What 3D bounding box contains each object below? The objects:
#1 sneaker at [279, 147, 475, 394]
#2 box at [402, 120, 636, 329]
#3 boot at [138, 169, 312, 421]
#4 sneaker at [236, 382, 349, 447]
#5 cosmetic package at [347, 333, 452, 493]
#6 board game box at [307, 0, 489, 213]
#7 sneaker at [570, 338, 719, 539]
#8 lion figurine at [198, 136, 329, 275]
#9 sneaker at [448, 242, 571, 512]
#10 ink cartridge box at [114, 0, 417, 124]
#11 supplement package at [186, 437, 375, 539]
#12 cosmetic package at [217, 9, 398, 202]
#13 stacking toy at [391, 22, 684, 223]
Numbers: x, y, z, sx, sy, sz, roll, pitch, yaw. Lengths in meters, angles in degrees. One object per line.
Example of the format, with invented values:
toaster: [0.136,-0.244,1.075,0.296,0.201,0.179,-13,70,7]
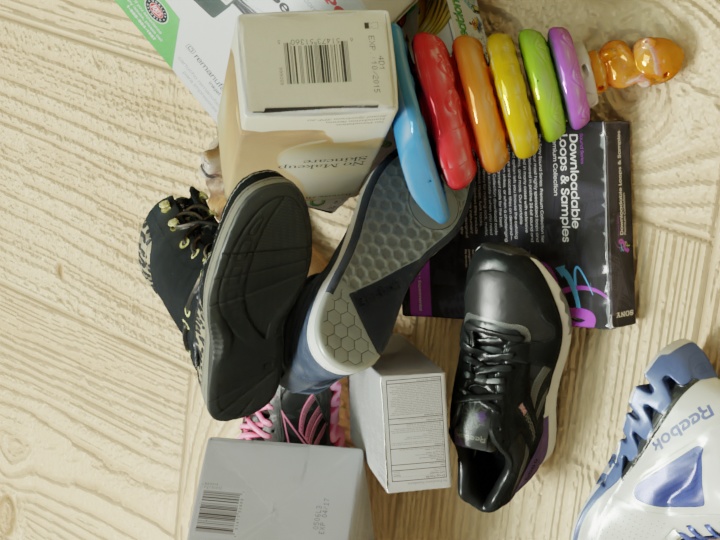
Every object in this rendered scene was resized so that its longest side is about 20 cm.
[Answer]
sneaker: [-0.002,-0.001,1.443,0.077,0.203,0.146,36,154,-8]
box: [0.108,-0.035,1.444,0.199,0.036,0.144,4,98,46]
boot: [-0.101,-0.016,1.389,0.154,0.073,0.204,56,147,40]
sneaker: [-0.064,0.120,1.554,0.079,0.095,0.201,18,135,42]
cosmetic package: [0.026,0.100,1.462,0.200,0.050,0.083,-140,48,-80]
board game box: [0.014,-0.148,1.490,0.200,0.034,0.127,-42,49,40]
sneaker: [0.218,0.159,1.338,0.115,0.080,0.201,34,118,38]
lion figurine: [-0.067,-0.015,1.607,0.200,0.072,0.123,50,121,9]
sneaker: [0.098,0.080,1.395,0.075,0.088,0.201,11,127,25]
ink cartridge box: [-0.065,-0.206,1.450,0.146,0.084,0.200,50,139,-10]
supplement package: [-0.055,0.231,1.505,0.119,0.122,0.201,3,142,8]
cosmetic package: [-0.040,-0.107,1.365,0.200,0.104,0.072,113,153,-75]
stacking toy: [0.118,-0.122,1.346,0.199,0.116,0.110,-15,52,5]
